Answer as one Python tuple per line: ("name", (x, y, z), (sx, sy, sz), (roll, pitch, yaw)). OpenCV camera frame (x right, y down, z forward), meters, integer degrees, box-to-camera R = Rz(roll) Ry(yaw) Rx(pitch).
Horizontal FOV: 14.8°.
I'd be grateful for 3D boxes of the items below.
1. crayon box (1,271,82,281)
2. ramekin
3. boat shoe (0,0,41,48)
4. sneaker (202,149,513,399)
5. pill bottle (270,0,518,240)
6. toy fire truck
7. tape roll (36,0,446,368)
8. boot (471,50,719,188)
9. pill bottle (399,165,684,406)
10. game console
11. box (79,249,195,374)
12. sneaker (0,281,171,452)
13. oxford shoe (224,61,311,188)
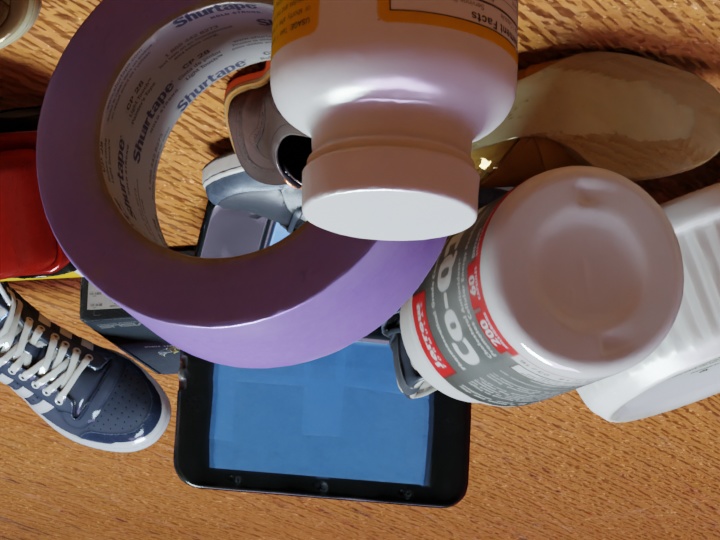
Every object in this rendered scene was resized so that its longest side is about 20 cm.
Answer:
("crayon box", (-0.246, -0.036, 1.737), (0.199, 0.059, 0.119), (-3, 163, 17))
("ramekin", (0.205, 0.020, 1.691), (0.201, 0.095, 0.202), (-20, 168, -4))
("boat shoe", (-0.232, -0.128, 1.408), (0.199, 0.073, 0.065), (-8, 172, 34))
("sneaker", (0.001, 0.000, 1.679), (0.201, 0.147, 0.077), (5, 166, -4))
("pill bottle", (0.015, -0.118, 1.162), (0.103, 0.201, 0.104), (2, 164, 1))
("toy fire truck", (-0.264, -0.041, 1.555), (0.175, 0.130, 0.200), (-3, -167, 16))
("tape roll", (-0.055, -0.058, 1.382), (0.199, 0.201, 0.085), (-3, 164, 16))
("boot", (0.094, -0.078, 1.565), (0.200, 0.071, 0.144), (-1, 176, -10))
("pill bottle", (0.093, 0.015, 1.543), (0.113, 0.115, 0.200), (6, 169, -15))
("game console", (-0.012, 0.049, 1.792), (0.199, 0.119, 0.173), (5, 136, -13))
("box", (-0.078, 0.028, 1.954), (0.199, 0.051, 0.158), (-3, 164, 16))
("sneaker", (-0.226, 0.054, 1.920), (0.199, 0.070, 0.109), (30, 169, 22))
("oxford shoe", (-0.039, -0.074, 1.553), (0.071, 0.073, 0.200), (4, 164, -9))
